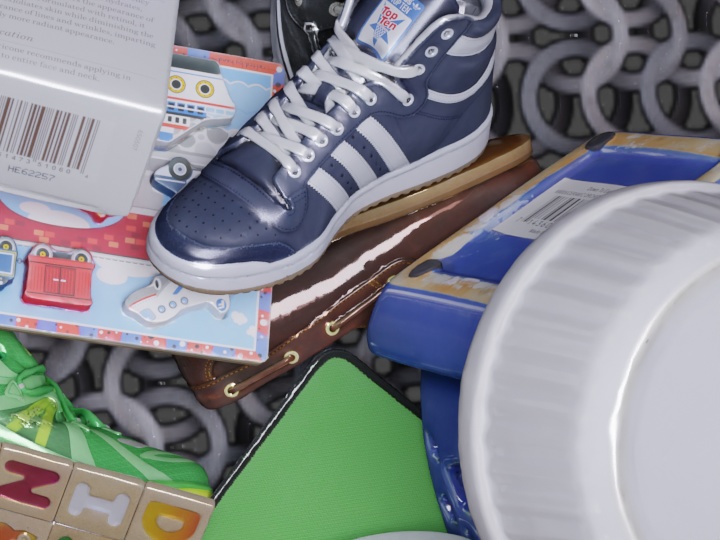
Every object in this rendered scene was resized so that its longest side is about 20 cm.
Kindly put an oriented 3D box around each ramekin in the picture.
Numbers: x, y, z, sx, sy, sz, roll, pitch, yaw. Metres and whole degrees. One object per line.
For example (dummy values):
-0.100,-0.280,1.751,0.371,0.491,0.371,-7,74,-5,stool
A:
0.146,0.064,1.083,0.202,0.094,0.203,0,91,-23,ramekin

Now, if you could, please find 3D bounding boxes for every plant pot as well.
0.132,0.048,1.231,0.200,0.200,0.180,-35,109,-19,plant pot

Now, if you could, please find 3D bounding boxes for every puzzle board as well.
-0.133,-0.043,1.233,0.199,0.017,0.151,9,69,-16,puzzle board

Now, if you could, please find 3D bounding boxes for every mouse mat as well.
0.009,0.152,1.303,0.200,0.008,0.161,40,84,-24,mouse mat

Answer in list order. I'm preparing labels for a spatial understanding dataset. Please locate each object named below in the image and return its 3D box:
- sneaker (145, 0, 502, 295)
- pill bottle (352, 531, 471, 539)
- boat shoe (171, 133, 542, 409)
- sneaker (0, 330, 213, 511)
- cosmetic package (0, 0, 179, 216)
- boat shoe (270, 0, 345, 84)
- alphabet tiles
-0.013,-0.072,1.208,0.200,0.109,0.070,-30,56,-35,sneaker
0.026,0.227,1.260,0.109,0.109,0.201,-7,102,-12,pill bottle
0.000,0.000,1.300,0.200,0.070,0.070,-24,100,-4,boat shoe
-0.155,0.070,1.256,0.200,0.074,0.084,20,66,-20,sneaker
-0.134,-0.127,1.217,0.101,0.074,0.200,15,45,-11,cosmetic package
-0.004,-0.144,1.299,0.073,0.068,0.200,-3,90,-12,boat shoe
-0.154,0.152,1.246,0.200,0.006,0.167,16,120,-11,alphabet tiles
